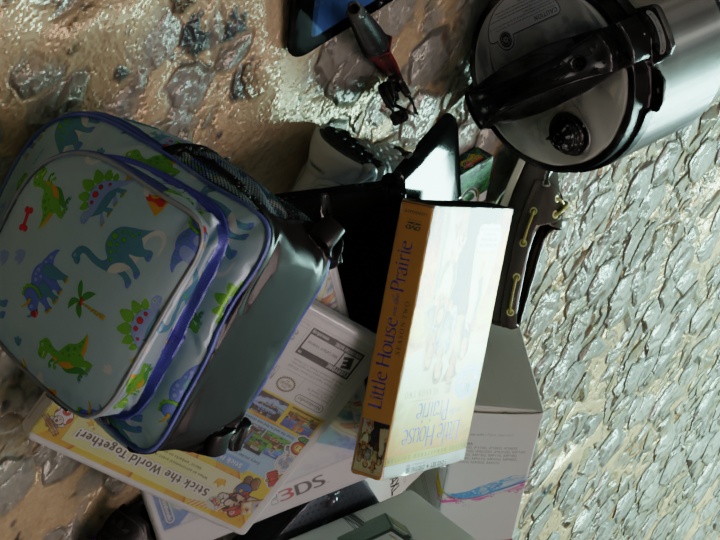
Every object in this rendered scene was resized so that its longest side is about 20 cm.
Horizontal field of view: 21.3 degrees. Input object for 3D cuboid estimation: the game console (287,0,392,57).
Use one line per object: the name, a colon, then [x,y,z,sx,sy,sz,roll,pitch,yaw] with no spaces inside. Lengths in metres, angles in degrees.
game console: [0.052,-0.243,1.363,0.200,0.175,0.117,-37,117,-34]

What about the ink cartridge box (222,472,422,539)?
ink cartridge box: [-0.030,0.165,1.653,0.200,0.084,0.146,-42,147,-23]

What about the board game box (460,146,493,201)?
board game box: [0.040,-0.024,1.647,0.200,0.023,0.105,-32,140,-39]

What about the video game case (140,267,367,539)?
video game case: [-0.084,0.099,1.391,0.182,0.022,0.201,-21,123,-11]

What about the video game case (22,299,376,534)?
video game case: [-0.107,0.080,1.345,0.200,0.023,0.182,30,103,-34]

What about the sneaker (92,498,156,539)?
sneaker: [-0.144,0.222,1.548,0.200,0.069,0.100,12,105,-61]

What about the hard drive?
hard drive: [-0.039,0.235,1.581,0.135,0.042,0.200,-47,149,-14]

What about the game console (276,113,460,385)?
game console: [0.000,0.000,1.455,0.175,0.117,0.201,-7,122,-4]

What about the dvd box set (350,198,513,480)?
dvd box set: [0.054,0.048,1.403,0.146,0.029,0.201,0,103,-62]

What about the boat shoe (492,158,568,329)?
boat shoe: [0.155,-0.046,1.740,0.202,0.060,0.072,-67,166,3]

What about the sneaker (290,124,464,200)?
sneaker: [0.012,-0.058,1.529,0.200,0.075,0.081,14,114,-52]

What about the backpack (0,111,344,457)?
backpack: [-0.147,-0.002,1.191,0.147,0.200,0.184,16,105,-58]

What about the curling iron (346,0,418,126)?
curling iron: [0.016,-0.159,1.425,0.025,0.050,0.200,-23,162,2]

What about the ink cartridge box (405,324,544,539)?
ink cartridge box: [0.102,0.162,1.783,0.085,0.148,0.201,4,126,-11]

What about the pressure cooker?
pressure cooker: [0.191,-0.174,1.575,0.200,0.178,0.176,-26,141,-45]

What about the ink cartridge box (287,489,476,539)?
ink cartridge box: [-0.013,0.278,1.534,0.200,0.084,0.146,-15,131,-47]
